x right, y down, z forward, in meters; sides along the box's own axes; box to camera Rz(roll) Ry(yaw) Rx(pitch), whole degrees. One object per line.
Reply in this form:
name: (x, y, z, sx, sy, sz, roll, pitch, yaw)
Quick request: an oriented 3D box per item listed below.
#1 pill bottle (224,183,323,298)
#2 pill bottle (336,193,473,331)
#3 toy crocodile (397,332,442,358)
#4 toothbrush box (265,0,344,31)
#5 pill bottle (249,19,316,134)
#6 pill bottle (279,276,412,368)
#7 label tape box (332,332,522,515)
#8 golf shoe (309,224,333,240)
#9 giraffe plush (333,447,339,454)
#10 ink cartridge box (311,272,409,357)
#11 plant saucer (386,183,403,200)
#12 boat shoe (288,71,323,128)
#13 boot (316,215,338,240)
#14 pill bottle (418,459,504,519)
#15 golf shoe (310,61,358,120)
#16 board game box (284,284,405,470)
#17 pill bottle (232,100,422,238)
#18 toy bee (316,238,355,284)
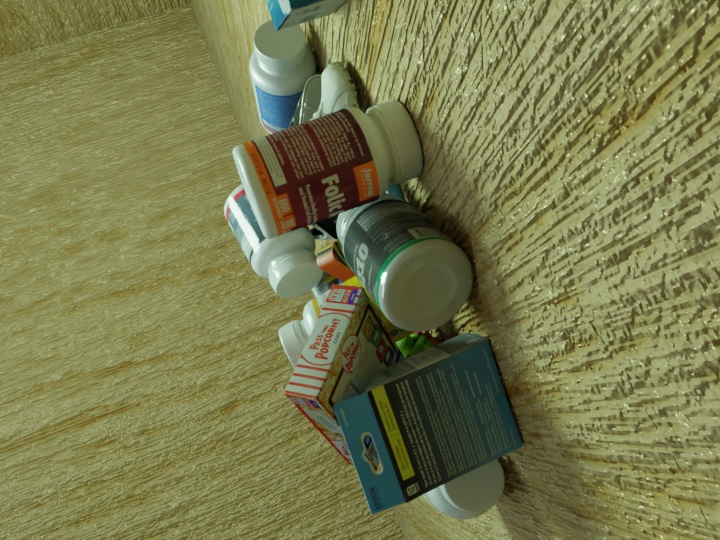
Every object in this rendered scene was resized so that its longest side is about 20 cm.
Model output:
pill bottle: (-0.148, -0.055, 1.108, 0.200, 0.120, 0.120, 57, 165, 28)
pill bottle: (0.044, -0.021, 0.771, 0.200, 0.113, 0.113, -126, 18, -58)
toy crocodile: (0.100, 0.121, 0.933, 0.067, 0.062, 0.200, 31, 178, -16)
toothbrush box: (-0.089, -0.412, 0.761, 0.146, 0.085, 0.200, -141, 33, -71)
pill bottle: (-0.129, -0.324, 1.077, 0.200, 0.112, 0.112, 94, 153, -69)
pill bottle: (-0.012, 0.075, 0.918, 0.113, 0.200, 0.113, 62, -179, -3)
label tape box: (0.076, 0.178, 0.753, 0.066, 0.200, 0.143, -166, 56, -76)
golf shoe: (-0.060, -0.111, 1.195, 0.200, 0.097, 0.078, 91, 158, -61)
giraffe plush: (0.030, 0.228, 1.125, 0.162, 0.200, 0.173, -121, 15, -63)
ink cartridge box: (0.011, 0.075, 1.150, 0.200, 0.041, 0.200, 15, -143, -46)
plant saucer: (0.025, -0.106, 0.952, 0.200, 0.027, 0.200, 158, 90, -80)
boat shoe: (-0.085, -0.219, 1.021, 0.057, 0.067, 0.200, -89, 19, -71)
boot: (-0.031, -0.097, 1.062, 0.154, 0.074, 0.204, 42, 170, -23)
pill bottle: (0.139, 0.297, 0.917, 0.200, 0.113, 0.113, 105, 142, -74)
golf shoe: (-0.050, -0.193, 0.865, 0.078, 0.097, 0.200, 116, 149, -73)
board game box: (-0.005, 0.137, 0.787, 0.152, 0.046, 0.200, -66, -34, -31)
pill bottle: (-0.037, -0.122, 0.740, 0.114, 0.200, 0.114, 159, 90, -81)
toy bee: (0.000, 0.000, 1.077, 0.200, 0.131, 0.109, 64, -159, -46)
